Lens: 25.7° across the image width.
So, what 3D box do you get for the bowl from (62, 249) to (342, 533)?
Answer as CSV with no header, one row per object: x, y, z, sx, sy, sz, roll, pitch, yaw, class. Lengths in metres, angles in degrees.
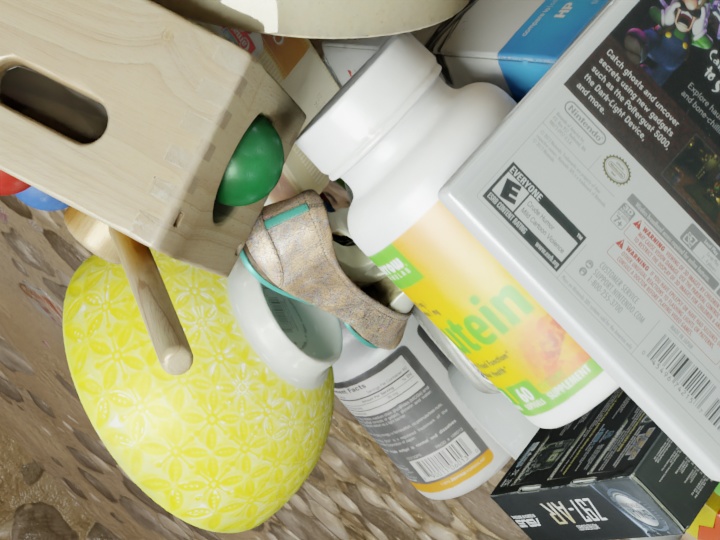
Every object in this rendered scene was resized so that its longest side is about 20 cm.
-0.075,0.047,0.973,0.107,0.201,0.200,-33,108,25,bowl

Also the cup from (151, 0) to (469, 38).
-0.031,-0.220,0.788,0.199,0.199,0.145,27,125,31,cup

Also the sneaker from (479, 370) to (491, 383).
0.121,0.028,0.978,0.076,0.082,0.199,10,-177,30,sneaker

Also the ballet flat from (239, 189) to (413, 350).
0.000,0.000,0.945,0.069,0.067,0.200,63,-165,22,ballet flat

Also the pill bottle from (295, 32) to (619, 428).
0.063,-0.025,0.819,0.200,0.111,0.111,45,157,-7,pill bottle

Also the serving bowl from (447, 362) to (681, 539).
0.158,0.103,1.095,0.199,0.066,0.200,34,-169,-8,serving bowl

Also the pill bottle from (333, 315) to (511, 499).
0.036,0.074,1.245,0.201,0.117,0.116,51,155,-18,pill bottle

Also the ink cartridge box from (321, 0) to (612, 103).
0.092,-0.092,0.906,0.199,0.086,0.147,15,145,50,ink cartridge box

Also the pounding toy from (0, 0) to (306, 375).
-0.120,-0.054,0.779,0.198,0.143,0.184,27,179,9,pounding toy

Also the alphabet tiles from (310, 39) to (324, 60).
-0.046,-0.191,1.043,0.199,0.015,0.196,36,156,15,alphabet tiles

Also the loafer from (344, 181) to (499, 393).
0.048,-0.009,1.036,0.202,0.069,0.070,64,158,12,loafer

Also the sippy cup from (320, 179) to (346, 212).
-0.079,-0.033,1.133,0.130,0.178,0.140,44,180,39,sippy cup

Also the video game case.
0.165,-0.032,0.774,0.200,0.182,0.023,45,169,-6,video game case

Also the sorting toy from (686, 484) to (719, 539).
0.298,0.187,1.124,0.184,0.037,0.200,38,157,10,sorting toy

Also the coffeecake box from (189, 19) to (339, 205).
-0.120,-0.109,0.966,0.199,0.073,0.154,-6,127,43,coffeecake box

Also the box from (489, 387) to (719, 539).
0.177,0.063,0.895,0.044,0.200,0.160,44,156,-9,box
